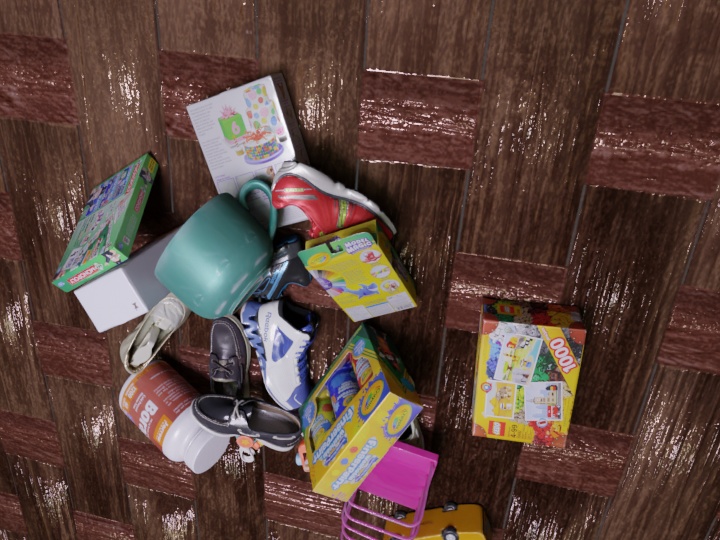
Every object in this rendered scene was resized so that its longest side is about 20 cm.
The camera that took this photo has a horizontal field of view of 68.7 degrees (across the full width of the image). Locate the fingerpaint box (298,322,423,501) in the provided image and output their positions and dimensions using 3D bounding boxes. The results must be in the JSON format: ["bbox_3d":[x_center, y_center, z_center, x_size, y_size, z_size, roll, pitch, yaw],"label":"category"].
[{"bbox_3d":[-0.010,0.216,0.823,0.072,0.168,0.202,27,109,-28],"label":"fingerpaint box"}]

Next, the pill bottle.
[{"bbox_3d":[-0.328,0.261,0.939,0.197,0.111,0.115,32,119,24],"label":"pill bottle"}]

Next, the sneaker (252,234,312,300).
[{"bbox_3d":[-0.168,0.019,0.855,0.195,0.074,0.084,-22,105,21],"label":"sneaker"}]

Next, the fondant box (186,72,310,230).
[{"bbox_3d":[-0.152,-0.166,0.783,0.139,0.059,0.206,-11,110,17],"label":"fondant box"}]

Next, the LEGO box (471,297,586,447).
[{"bbox_3d":[0.251,0.155,0.810,0.143,0.078,0.208,4,113,11],"label":"LEGO box"}]

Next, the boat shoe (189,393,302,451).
[{"bbox_3d":[-0.190,0.250,0.893,0.195,0.075,0.061,25,135,-11],"label":"boat shoe"}]

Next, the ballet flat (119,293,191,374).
[{"bbox_3d":[-0.348,0.098,0.911,0.069,0.070,0.201,38,101,-6],"label":"ballet flat"}]

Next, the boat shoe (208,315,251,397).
[{"bbox_3d":[-0.237,0.177,0.942,0.069,0.065,0.207,7,115,8],"label":"boat shoe"}]

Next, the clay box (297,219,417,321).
[{"bbox_3d":[0.000,0.000,0.765,0.111,0.049,0.201,-14,143,17],"label":"clay box"}]

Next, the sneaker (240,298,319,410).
[{"bbox_3d":[-0.114,0.133,0.886,0.112,0.081,0.205,-17,106,21],"label":"sneaker"}]

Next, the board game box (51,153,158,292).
[{"bbox_3d":[-0.383,-0.077,0.802,0.131,0.205,0.029,-22,136,21],"label":"board game box"}]

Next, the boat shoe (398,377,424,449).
[{"bbox_3d":[0.070,0.279,0.913,0.069,0.062,0.207,-3,113,14],"label":"boat shoe"}]

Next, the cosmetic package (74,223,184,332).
[{"bbox_3d":[-0.326,0.002,0.815,0.099,0.201,0.073,-21,109,20],"label":"cosmetic package"}]

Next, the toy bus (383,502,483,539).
[{"bbox_3d":[0.142,0.495,0.986,0.194,0.066,0.080,-19,110,20],"label":"toy bus"}]

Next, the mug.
[{"bbox_3d":[-0.183,-0.022,0.732,0.114,0.152,0.186,41,116,-2],"label":"mug"}]

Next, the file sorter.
[{"bbox_3d":[0.041,0.396,0.897,0.134,0.127,0.204,15,136,10],"label":"file sorter"}]

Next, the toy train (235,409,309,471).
[{"bbox_3d":[-0.158,0.334,0.995,0.192,0.056,0.156,-3,111,14],"label":"toy train"}]

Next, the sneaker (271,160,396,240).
[{"bbox_3d":[-0.040,-0.080,0.752,0.195,0.077,0.087,25,92,-22],"label":"sneaker"}]
